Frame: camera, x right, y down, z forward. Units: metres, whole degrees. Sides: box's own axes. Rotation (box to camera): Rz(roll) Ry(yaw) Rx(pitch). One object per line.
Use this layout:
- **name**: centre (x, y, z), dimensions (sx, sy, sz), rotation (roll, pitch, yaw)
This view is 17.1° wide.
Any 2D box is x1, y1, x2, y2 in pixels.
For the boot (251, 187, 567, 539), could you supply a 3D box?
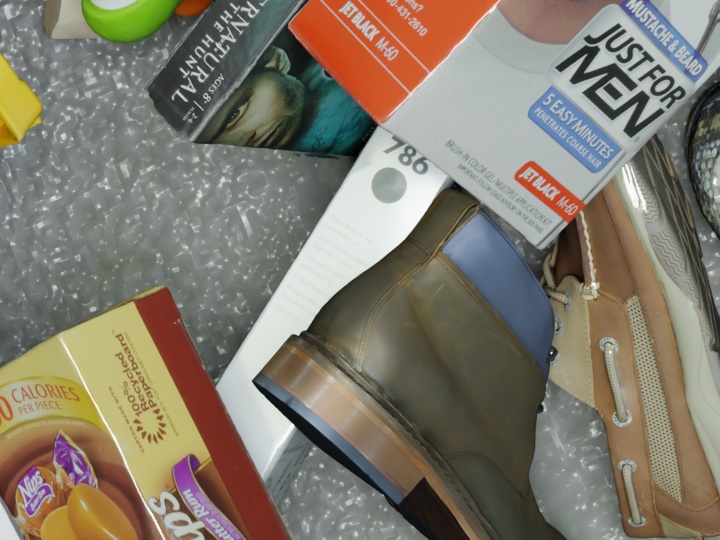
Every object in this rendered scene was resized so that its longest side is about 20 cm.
- **boot**: centre (0.051, 0.055, 0.864), dimensions (0.075, 0.200, 0.097), rotation (33, 82, 42)

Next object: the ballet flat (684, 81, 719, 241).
- **ballet flat**: centre (0.182, 0.017, 0.901), dimensions (0.072, 0.072, 0.201), rotation (-29, 88, 3)

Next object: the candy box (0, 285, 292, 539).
- **candy box**: centre (-0.116, 0.095, 0.868), dimensions (0.200, 0.056, 0.117), rotation (-28, 88, 45)

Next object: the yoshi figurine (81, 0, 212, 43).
- **yoshi figurine**: centre (-0.043, -0.160, 0.828), dimensions (0.200, 0.112, 0.112), rotation (-41, 100, 21)

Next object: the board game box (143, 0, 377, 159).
- **board game box**: centre (0.025, -0.122, 0.806), dimensions (0.028, 0.135, 0.200), rotation (45, 108, 17)

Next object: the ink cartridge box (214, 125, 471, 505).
- **ink cartridge box**: centre (0.000, 0.000, 0.897), dimensions (0.039, 0.099, 0.200), rotation (34, 91, 7)

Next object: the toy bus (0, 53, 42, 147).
- **toy bus**: centre (-0.174, -0.064, 0.780), dimensions (0.192, 0.136, 0.200), rotation (-39, 115, -32)

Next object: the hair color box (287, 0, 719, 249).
- **hair color box**: centre (0.086, -0.112, 0.765), dimensions (0.200, 0.111, 0.064), rotation (-48, 52, 7)

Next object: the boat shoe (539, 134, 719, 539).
- **boat shoe**: centre (0.096, 0.020, 0.883), dimensions (0.072, 0.076, 0.200), rotation (-17, 110, 14)

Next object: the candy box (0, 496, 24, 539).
- **candy box**: centre (-0.186, 0.160, 0.868), dimensions (0.200, 0.071, 0.168), rotation (-31, 87, 44)

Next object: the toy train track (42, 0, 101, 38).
- **toy train track**: centre (-0.088, -0.170, 0.886), dimensions (0.115, 0.033, 0.200), rotation (-4, 126, -26)
